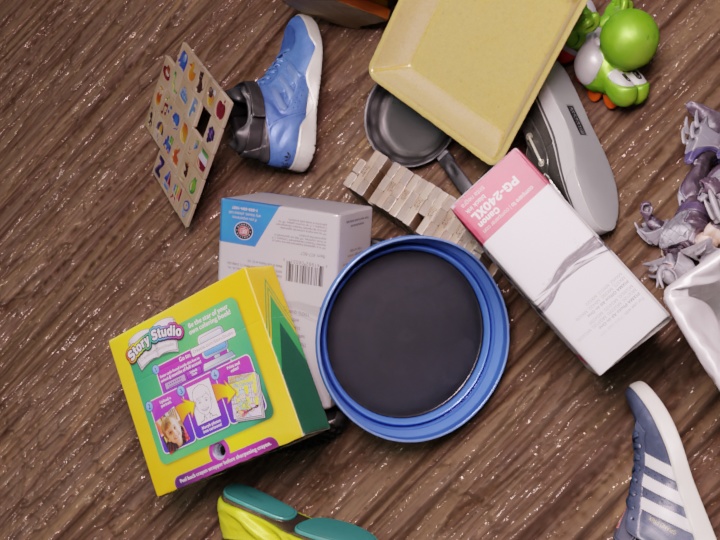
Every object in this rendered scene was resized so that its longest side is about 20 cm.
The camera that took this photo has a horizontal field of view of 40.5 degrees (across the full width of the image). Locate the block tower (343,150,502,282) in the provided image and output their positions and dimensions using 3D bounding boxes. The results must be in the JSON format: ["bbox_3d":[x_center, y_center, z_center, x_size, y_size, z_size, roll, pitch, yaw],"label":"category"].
[{"bbox_3d":[0.074,-0.060,1.058,0.199,0.058,0.054,35,89,29],"label":"block tower"}]

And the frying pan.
[{"bbox_3d":[0.088,-0.157,1.094,0.189,0.031,0.116,31,101,20],"label":"frying pan"}]

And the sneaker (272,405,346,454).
[{"bbox_3d":[-0.112,0.153,1.058,0.198,0.070,0.091,-16,69,21],"label":"sneaker"}]

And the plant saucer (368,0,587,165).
[{"bbox_3d":[0.125,-0.244,1.015,0.200,0.048,0.202,40,116,27],"label":"plant saucer"}]

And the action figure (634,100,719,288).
[{"bbox_3d":[0.320,-0.068,0.928,0.202,0.069,0.130,-62,20,-18],"label":"action figure"}]

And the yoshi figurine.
[{"bbox_3d":[0.244,-0.265,1.027,0.112,0.112,0.201,-35,66,0],"label":"yoshi figurine"}]

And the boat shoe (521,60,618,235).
[{"bbox_3d":[0.209,-0.122,1.019,0.063,0.070,0.203,-33,63,42],"label":"boat shoe"}]

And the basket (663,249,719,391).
[{"bbox_3d":[0.378,0.053,0.799,0.199,0.161,0.200,-33,76,9],"label":"basket"}]

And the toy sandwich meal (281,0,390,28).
[{"bbox_3d":[-0.015,-0.322,1.115,0.203,0.204,0.071,20,100,28],"label":"toy sandwich meal"}]

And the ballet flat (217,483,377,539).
[{"bbox_3d":[-0.067,0.279,1.005,0.198,0.067,0.068,12,98,30],"label":"ballet flat"}]

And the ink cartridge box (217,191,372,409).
[{"bbox_3d":[-0.072,0.028,1.032,0.144,0.084,0.203,10,103,25],"label":"ink cartridge box"}]

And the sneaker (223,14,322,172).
[{"bbox_3d":[-0.109,-0.222,1.162,0.077,0.110,0.203,153,122,-63],"label":"sneaker"}]

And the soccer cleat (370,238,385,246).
[{"bbox_3d":[0.000,0.000,1.073,0.197,0.068,0.074,8,96,24],"label":"soccer cleat"}]

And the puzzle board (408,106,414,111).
[{"bbox_3d":[0.122,-0.291,1.142,0.149,0.017,0.203,-11,67,22],"label":"puzzle board"}]

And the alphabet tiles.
[{"bbox_3d":[-0.222,-0.178,1.210,0.200,0.007,0.169,52,126,44],"label":"alphabet tiles"}]

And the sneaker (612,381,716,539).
[{"bbox_3d":[0.257,0.201,0.870,0.083,0.075,0.203,-20,65,12],"label":"sneaker"}]

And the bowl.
[{"bbox_3d":[0.049,0.065,0.967,0.197,0.039,0.204,-2,96,-15],"label":"bowl"}]

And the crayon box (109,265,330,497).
[{"bbox_3d":[-0.148,0.114,0.995,0.198,0.058,0.175,-26,78,27],"label":"crayon box"}]

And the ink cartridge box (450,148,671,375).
[{"bbox_3d":[0.182,-0.003,0.906,0.083,0.145,0.201,-41,81,5],"label":"ink cartridge box"}]
